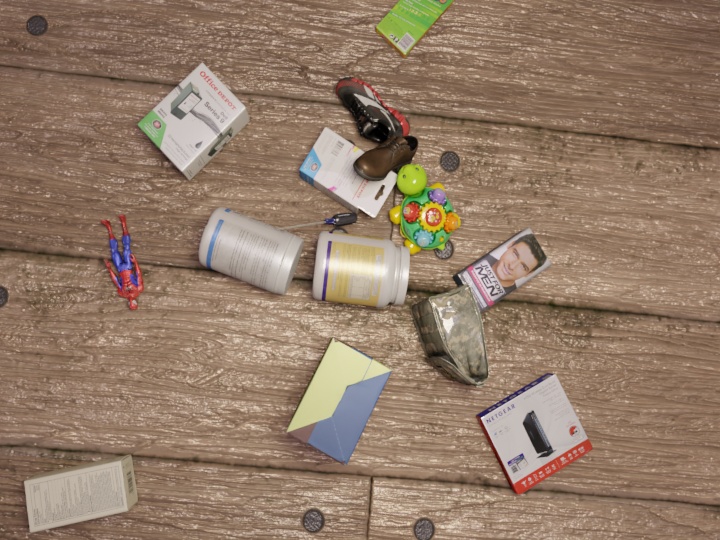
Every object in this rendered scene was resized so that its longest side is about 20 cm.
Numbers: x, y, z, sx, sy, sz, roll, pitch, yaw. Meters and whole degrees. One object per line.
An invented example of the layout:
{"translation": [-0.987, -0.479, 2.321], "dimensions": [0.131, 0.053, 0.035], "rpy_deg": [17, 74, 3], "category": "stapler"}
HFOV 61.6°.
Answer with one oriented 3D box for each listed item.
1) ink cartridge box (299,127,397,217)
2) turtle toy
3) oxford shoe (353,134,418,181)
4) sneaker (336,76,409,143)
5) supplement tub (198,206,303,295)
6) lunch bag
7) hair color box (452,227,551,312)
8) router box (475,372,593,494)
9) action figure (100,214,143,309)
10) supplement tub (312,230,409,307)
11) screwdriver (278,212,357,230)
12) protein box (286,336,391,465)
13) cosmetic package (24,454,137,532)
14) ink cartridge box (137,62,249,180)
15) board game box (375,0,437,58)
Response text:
{"translation": [-0.026, -0.210, 1.349], "dimensions": [0.197, 0.068, 0.117], "rpy_deg": [33, 82, 0], "category": "ink cartridge box"}
{"translation": [0.139, -0.136, 1.326], "dimensions": [0.143, 0.101, 0.204], "rpy_deg": [-29, 96, -6], "category": "turtle toy"}
{"translation": [0.056, -0.250, 1.283], "dimensions": [0.073, 0.085, 0.199], "rpy_deg": [44, 44, 10], "category": "oxford shoe"}
{"translation": [0.017, -0.352, 1.352], "dimensions": [0.199, 0.071, 0.098], "rpy_deg": [41, 50, 0], "category": "sneaker"}
{"translation": [-0.232, -0.041, 1.288], "dimensions": [0.195, 0.132, 0.135], "rpy_deg": [21, 83, -1], "category": "supplement tub"}
{"translation": [0.194, 0.149, 1.279], "dimensions": [0.115, 0.164, 0.205], "rpy_deg": [-18, 85, -11], "category": "lunch bag"}
{"translation": [0.316, 0.001, 1.354], "dimensions": [0.197, 0.061, 0.100], "rpy_deg": [-32, 87, -7], "category": "hair color box"}
{"translation": [0.380, 0.356, 1.328], "dimensions": [0.196, 0.049, 0.183], "rpy_deg": [-28, 87, -6], "category": "router box"}
{"translation": [-0.514, -0.014, 1.311], "dimensions": [0.064, 0.052, 0.206], "rpy_deg": [-15, 88, -9], "category": "action figure"}
{"translation": [0.000, 0.000, 1.292], "dimensions": [0.194, 0.145, 0.150], "rpy_deg": [7, 84, -3], "category": "supplement tub"}
{"translation": [-0.092, -0.107, 1.317], "dimensions": [0.195, 0.028, 0.030], "rpy_deg": [-6, 75, -31], "category": "screwdriver"}
{"translation": [-0.044, 0.256, 1.234], "dimensions": [0.132, 0.200, 0.202], "rpy_deg": [28, 83, 0], "category": "protein box"}
{"translation": [-0.572, 0.457, 1.244], "dimensions": [0.194, 0.073, 0.107], "rpy_deg": [-10, 85, -4], "category": "cosmetic package"}
{"translation": [-0.363, -0.328, 1.331], "dimensions": [0.146, 0.084, 0.200], "rpy_deg": [44, 83, 1], "category": "ink cartridge box"}
{"translation": [0.133, -0.607, 1.421], "dimensions": [0.095, 0.030, 0.201], "rpy_deg": [41, 86, 1], "category": "board game box"}
